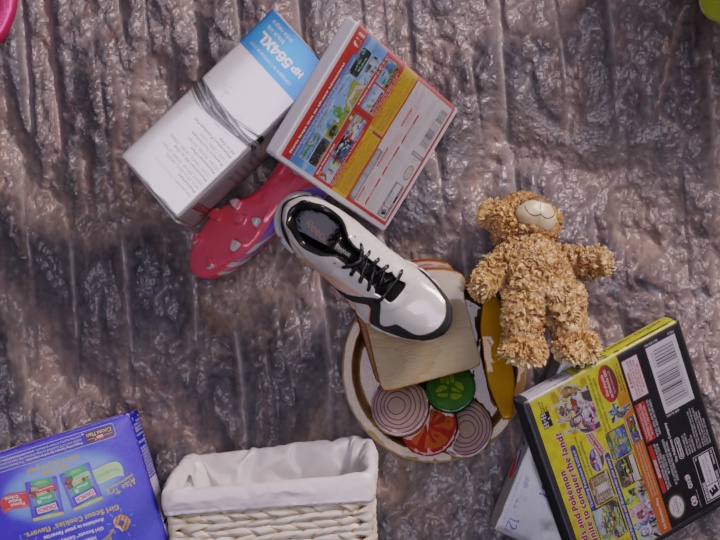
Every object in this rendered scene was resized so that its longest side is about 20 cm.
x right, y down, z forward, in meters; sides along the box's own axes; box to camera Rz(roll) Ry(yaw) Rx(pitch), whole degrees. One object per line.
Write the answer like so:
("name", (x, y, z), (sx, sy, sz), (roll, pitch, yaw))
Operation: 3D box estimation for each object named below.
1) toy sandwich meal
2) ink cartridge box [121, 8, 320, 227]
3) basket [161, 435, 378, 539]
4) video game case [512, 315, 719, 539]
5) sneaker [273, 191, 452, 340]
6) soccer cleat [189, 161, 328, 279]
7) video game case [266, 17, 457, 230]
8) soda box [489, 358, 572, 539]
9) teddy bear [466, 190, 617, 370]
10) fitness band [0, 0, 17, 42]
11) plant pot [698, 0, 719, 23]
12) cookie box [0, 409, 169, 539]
("toy sandwich meal", (0.072, 0.089, 1.589), (0.203, 0.070, 0.208), (0, 90, 1))
("ink cartridge box", (-0.123, -0.141, 1.556), (0.200, 0.146, 0.084), (-43, 88, 0))
("basket", (-0.074, 0.256, 1.531), (0.198, 0.198, 0.163), (-6, 94, 0))
("video game case", (0.254, 0.171, 1.557), (0.179, 0.025, 0.202), (-26, 108, -17))
("sneaker", (0.000, 0.000, 1.517), (0.199, 0.080, 0.074), (35, 88, 0))
("soccer cleat", (-0.085, -0.058, 1.600), (0.200, 0.076, 0.067), (-46, 52, 14))
("video game case", (0.006, -0.134, 1.542), (0.017, 0.200, 0.144), (32, 90, 36))
("soda box", (0.194, 0.169, 1.590), (0.068, 0.063, 0.202), (21, 90, -1))
("teddy bear", (0.170, 0.006, 1.546), (0.143, 0.067, 0.202), (8, 59, 8))
("fitness band", (-0.419, -0.302, 1.617), (0.143, 0.037, 0.202), (-26, 88, 1))
("plant pot", (0.401, -0.331, 1.517), (0.180, 0.199, 0.202), (-18, 90, 29))
("cookie box", (-0.272, 0.258, 1.592), (0.169, 0.075, 0.202), (-17, 89, 1))
